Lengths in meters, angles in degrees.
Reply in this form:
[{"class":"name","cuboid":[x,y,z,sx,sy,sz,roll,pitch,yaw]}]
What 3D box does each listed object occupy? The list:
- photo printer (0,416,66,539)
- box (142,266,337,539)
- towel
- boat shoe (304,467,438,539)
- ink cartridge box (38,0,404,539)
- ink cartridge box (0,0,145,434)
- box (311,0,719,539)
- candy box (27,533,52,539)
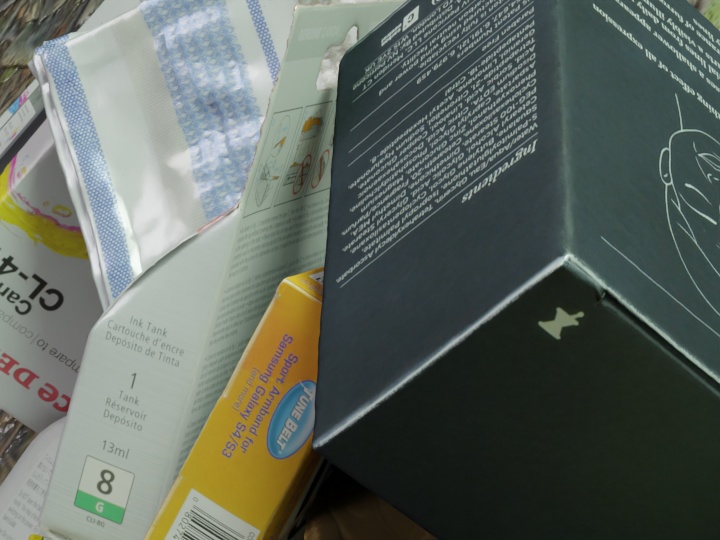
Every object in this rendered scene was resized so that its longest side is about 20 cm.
[{"class":"photo printer","cuboid":[-0.128,0.150,1.027,0.201,0.069,0.166,-56,25,-8]},{"class":"box","cuboid":[-0.013,0.054,0.880,0.120,0.041,0.200,-62,-12,11]},{"class":"towel","cuboid":[-0.035,-0.060,0.985,0.199,0.024,0.148,-22,77,22]},{"class":"boat shoe","cuboid":[0.019,0.107,0.789,0.073,0.067,0.200,-9,21,23]},{"class":"ink cartridge box","cuboid":[-0.046,-0.007,0.889,0.161,0.050,0.202,-26,-48,-73]},{"class":"ink cartridge box","cuboid":[-0.098,-0.022,1.109,0.200,0.147,0.086,-47,25,12]},{"class":"box","cuboid":[0.076,0.001,0.784,0.107,0.148,0.201,-38,28,28]},{"class":"candy box","cuboid":[-0.071,0.134,0.820,0.200,0.101,0.027,-116,44,-81]}]
